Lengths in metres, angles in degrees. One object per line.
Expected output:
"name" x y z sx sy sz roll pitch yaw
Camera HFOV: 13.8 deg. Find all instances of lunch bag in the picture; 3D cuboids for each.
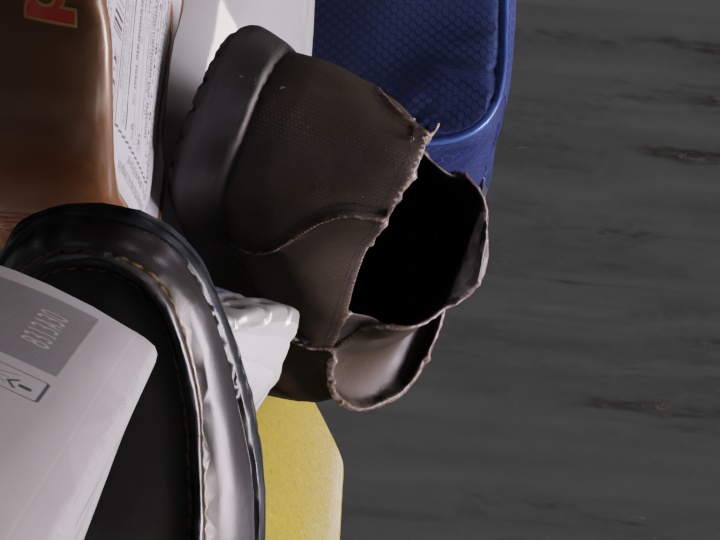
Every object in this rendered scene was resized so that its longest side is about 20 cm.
"lunch bag" -0.008 -0.092 1.159 0.132 0.135 0.201 93 2 -68

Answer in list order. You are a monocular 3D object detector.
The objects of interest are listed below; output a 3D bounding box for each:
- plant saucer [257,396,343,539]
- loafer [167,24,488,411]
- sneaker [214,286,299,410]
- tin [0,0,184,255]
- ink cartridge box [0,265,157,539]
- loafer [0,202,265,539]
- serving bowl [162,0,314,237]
"plant saucer" -0.050 0.139 0.916 0.200 0.048 0.201 -87 -164 -72
"loafer" 0.000 0.000 0.837 0.200 0.071 0.073 57 55 -70
"sneaker" -0.057 0.050 0.744 0.200 0.074 0.088 90 9 -77
"tin" -0.065 -0.059 0.698 0.200 0.042 0.113 92 7 -84
"ink cartridge box" -0.086 0.104 0.379 0.161 0.050 0.201 -84 -163 -82
"loafer" -0.061 0.086 0.631 0.072 0.072 0.201 -72 166 -69
"serving bowl" -0.049 -0.055 0.909 0.200 0.065 0.201 4 90 -90
